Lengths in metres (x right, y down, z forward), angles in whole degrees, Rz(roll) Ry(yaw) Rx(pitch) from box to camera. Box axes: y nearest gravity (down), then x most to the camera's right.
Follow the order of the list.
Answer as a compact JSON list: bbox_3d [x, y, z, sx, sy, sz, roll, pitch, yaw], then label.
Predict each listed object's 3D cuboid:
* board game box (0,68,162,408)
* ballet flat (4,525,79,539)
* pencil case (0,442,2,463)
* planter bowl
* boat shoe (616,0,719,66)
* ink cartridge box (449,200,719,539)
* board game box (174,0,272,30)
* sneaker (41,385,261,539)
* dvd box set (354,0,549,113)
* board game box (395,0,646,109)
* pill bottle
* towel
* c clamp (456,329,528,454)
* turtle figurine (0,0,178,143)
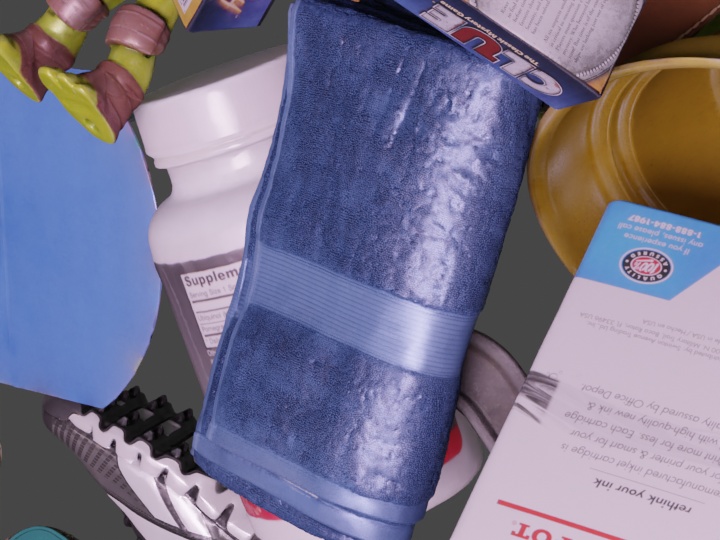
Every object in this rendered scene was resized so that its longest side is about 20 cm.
[{"bbox_3d":[-0.156,-0.025,1.022,0.199,0.039,0.159,10,109,37],"label":"board game box"},{"bbox_3d":[-0.108,0.200,1.058,0.200,0.068,0.076,33,148,34],"label":"ballet flat"},{"bbox_3d":[-0.275,0.068,1.094,0.200,0.078,0.090,37,100,10],"label":"pencil case"},{"bbox_3d":[0.170,-0.037,0.812,0.199,0.084,0.201,22,150,14],"label":"planter bowl"},{"bbox_3d":[0.138,-0.145,0.788,0.072,0.068,0.200,31,112,-17],"label":"boat shoe"},{"bbox_3d":[0.108,0.082,0.760,0.115,0.201,0.067,16,149,22],"label":"ink cartridge box"},{"bbox_3d":[-0.065,-0.212,0.818,0.136,0.034,0.201,-54,54,48],"label":"board game box"},{"bbox_3d":[-0.077,0.128,1.018,0.199,0.066,0.091,31,104,11],"label":"sneaker"},{"bbox_3d":[0.074,-0.167,0.862,0.146,0.029,0.201,22,116,18],"label":"dvd box set"},{"bbox_3d":[0.063,-0.176,0.729,0.135,0.201,0.035,32,165,-18],"label":"board game box"},{"bbox_3d":[-0.027,0.009,0.930,0.110,0.111,0.201,-13,102,30],"label":"pill bottle"},{"bbox_3d":[0.000,0.000,0.821,0.111,0.048,0.201,24,103,38],"label":"towel"},{"bbox_3d":[0.033,0.130,0.844,0.171,0.027,0.201,-39,68,25],"label":"c clamp"},{"bbox_3d":[-0.088,-0.138,0.906,0.200,0.064,0.161,34,76,24],"label":"turtle figurine"}]
